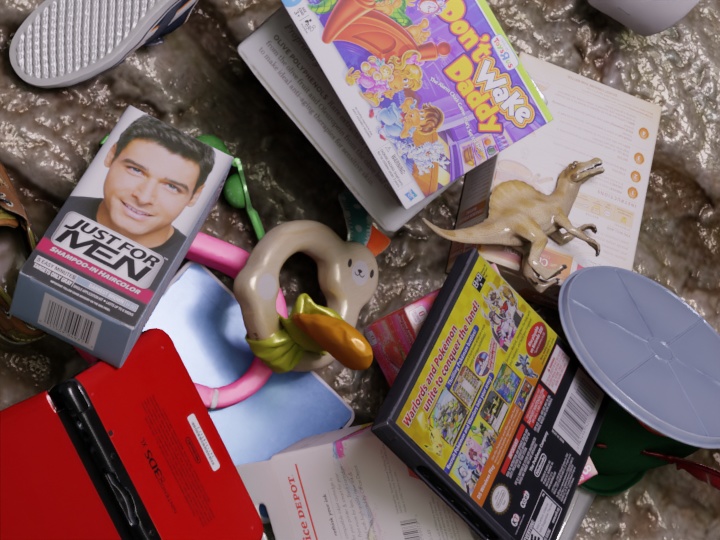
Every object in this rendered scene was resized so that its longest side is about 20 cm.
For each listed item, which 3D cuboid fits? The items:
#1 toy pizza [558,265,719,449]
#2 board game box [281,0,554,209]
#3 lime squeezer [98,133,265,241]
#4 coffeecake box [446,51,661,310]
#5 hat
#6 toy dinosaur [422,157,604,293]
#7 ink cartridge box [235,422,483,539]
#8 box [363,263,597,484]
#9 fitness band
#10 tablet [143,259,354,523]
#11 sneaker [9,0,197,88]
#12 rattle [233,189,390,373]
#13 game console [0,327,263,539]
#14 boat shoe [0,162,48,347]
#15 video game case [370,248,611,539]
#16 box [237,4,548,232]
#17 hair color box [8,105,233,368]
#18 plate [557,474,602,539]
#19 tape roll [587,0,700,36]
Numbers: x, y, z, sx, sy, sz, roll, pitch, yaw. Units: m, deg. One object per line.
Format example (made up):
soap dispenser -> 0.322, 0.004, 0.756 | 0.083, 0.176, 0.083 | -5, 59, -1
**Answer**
toy pizza -> 0.247, 0.077, 1.496 | 0.199, 0.032, 0.201 | 24, 36, -18
board game box -> 0.040, -0.168, 1.346 | 0.134, 0.045, 0.201 | -31, 97, 4
lime squeezer -> -0.124, -0.070, 1.503 | 0.200, 0.038, 0.071 | 42, 67, -10
coffeecake box -> 0.178, -0.075, 1.606 | 0.153, 0.073, 0.201 | 19, 72, -17
hat -> 0.292, 0.130, 1.527 | 0.199, 0.175, 0.167 | 22, 80, -44
toy dinosaur -> 0.141, -0.032, 1.524 | 0.199, 0.058, 0.101 | -24, 73, -31
ink cartridge box -> 0.004, 0.188, 1.440 | 0.067, 0.199, 0.117 | -23, 99, -64
box -> 0.101, 0.110, 1.490 | 0.102, 0.095, 0.201 | -25, 88, -26
fitness band -> -0.155, 0.035, 1.454 | 0.199, 0.037, 0.145 | 20, 72, -18
tablet -> -0.111, 0.102, 1.485 | 0.200, 0.014, 0.130 | 44, 67, -7
sneaker -> -0.202, -0.217, 1.488 | 0.199, 0.079, 0.079 | -34, 86, 0
rattle -> 0.000, 0.000, 1.455 | 0.200, 0.143, 0.131 | -31, 94, -40
game console -> -0.201, 0.175, 1.399 | 0.172, 0.118, 0.201 | -35, 103, -46
boat shoe -> -0.294, -0.038, 1.410 | 0.072, 0.068, 0.201 | -28, 90, -24
video game case -> 0.110, 0.111, 1.395 | 0.181, 0.025, 0.201 | 45, 47, -17
box -> 0.026, -0.167, 1.469 | 0.171, 0.199, 0.200 | -40, 96, 6
hair color box -> -0.187, -0.030, 1.395 | 0.098, 0.061, 0.201 | 26, 49, -1
plate -> 0.110, 0.201, 1.543 | 0.199, 0.032, 0.201 | 33, 69, -13
tape roll -> 0.290, -0.323, 1.637 | 0.070, 0.202, 0.204 | 28, 70, -15
